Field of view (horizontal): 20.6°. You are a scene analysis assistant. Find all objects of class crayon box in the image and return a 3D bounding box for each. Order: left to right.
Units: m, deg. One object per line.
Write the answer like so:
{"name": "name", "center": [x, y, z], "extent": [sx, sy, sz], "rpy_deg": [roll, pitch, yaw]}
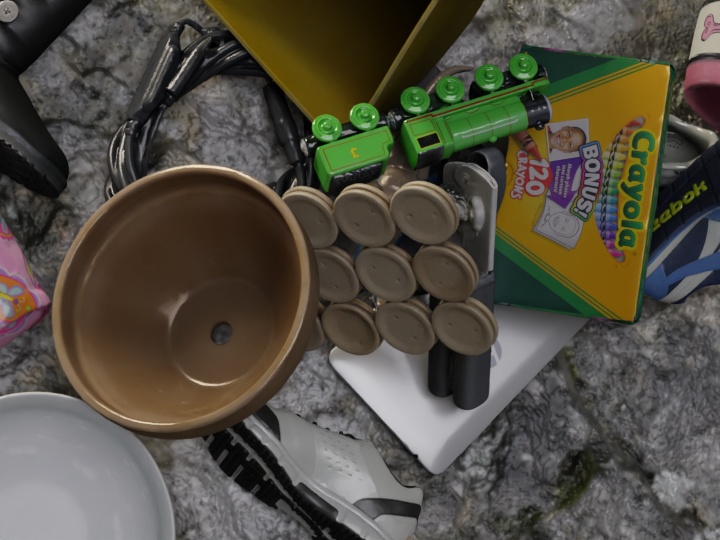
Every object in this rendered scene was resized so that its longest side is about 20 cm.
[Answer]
{"name": "crayon box", "center": [0.171, -0.066, 1.532], "extent": [0.118, 0.058, 0.202], "rpy_deg": [8, 93, 12]}

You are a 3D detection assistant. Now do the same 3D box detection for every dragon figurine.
{"name": "dragon figurine", "center": [0.029, -0.063, 1.511], "extent": [0.058, 0.100, 0.201], "rpy_deg": [17, 68, 3]}

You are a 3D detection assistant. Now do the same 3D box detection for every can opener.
{"name": "can opener", "center": [0.089, 0.005, 1.500], "extent": [0.067, 0.053, 0.201], "rpy_deg": [-26, 127, -40]}

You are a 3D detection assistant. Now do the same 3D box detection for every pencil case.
{"name": "pencil case", "center": [-0.309, -0.033, 1.453], "extent": [0.087, 0.087, 0.201], "rpy_deg": [-32, 88, -17]}

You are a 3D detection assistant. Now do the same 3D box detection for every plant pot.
{"name": "plant pot", "center": [-0.116, 0.033, 1.436], "extent": [0.199, 0.093, 0.202], "rpy_deg": [-7, 67, 15]}
{"name": "plant pot", "center": [0.015, -0.250, 1.507], "extent": [0.200, 0.200, 0.176], "rpy_deg": [48, 48, 12]}

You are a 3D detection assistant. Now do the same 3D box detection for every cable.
{"name": "cable", "center": [-0.109, -0.088, 1.535], "extent": [0.162, 0.051, 0.201], "rpy_deg": [25, 73, -14]}

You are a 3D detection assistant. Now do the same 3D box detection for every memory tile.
{"name": "memory tile", "center": [0.000, 0.000, 1.455], "extent": [0.017, 0.199, 0.154], "rpy_deg": [-54, 133, -43]}

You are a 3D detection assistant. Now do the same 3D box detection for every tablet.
{"name": "tablet", "center": [0.083, 0.050, 1.571], "extent": [0.200, 0.014, 0.130], "rpy_deg": [-44, 93, -17]}

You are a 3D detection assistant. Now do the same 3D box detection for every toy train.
{"name": "toy train", "center": [0.053, -0.107, 1.455], "extent": [0.199, 0.042, 0.057], "rpy_deg": [-18, 68, -14]}

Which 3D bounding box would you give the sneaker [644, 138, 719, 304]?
{"name": "sneaker", "center": [0.289, -0.043, 1.567], "extent": [0.082, 0.200, 0.074], "rpy_deg": [33, 36, -30]}

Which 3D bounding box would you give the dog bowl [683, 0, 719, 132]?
{"name": "dog bowl", "center": [0.348, -0.140, 1.582], "extent": [0.199, 0.200, 0.074], "rpy_deg": [29, 83, -7]}

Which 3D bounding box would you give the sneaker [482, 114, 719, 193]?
{"name": "sneaker", "center": [0.191, -0.114, 1.594], "extent": [0.199, 0.080, 0.077], "rpy_deg": [10, 79, -11]}

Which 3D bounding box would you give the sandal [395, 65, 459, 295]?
{"name": "sandal", "center": [0.047, -0.082, 1.564], "extent": [0.076, 0.043, 0.202], "rpy_deg": [-2, 76, -11]}

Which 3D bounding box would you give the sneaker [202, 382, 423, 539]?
{"name": "sneaker", "center": [-0.038, 0.147, 1.501], "extent": [0.200, 0.074, 0.080], "rpy_deg": [42, 56, -7]}

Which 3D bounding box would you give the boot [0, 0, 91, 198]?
{"name": "boot", "center": [-0.238, -0.179, 1.511], "extent": [0.165, 0.066, 0.200], "rpy_deg": [39, 69, -6]}

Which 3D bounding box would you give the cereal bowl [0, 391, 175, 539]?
{"name": "cereal bowl", "center": [-0.236, 0.192, 1.426], "extent": [0.199, 0.083, 0.202], "rpy_deg": [3, 78, -14]}
